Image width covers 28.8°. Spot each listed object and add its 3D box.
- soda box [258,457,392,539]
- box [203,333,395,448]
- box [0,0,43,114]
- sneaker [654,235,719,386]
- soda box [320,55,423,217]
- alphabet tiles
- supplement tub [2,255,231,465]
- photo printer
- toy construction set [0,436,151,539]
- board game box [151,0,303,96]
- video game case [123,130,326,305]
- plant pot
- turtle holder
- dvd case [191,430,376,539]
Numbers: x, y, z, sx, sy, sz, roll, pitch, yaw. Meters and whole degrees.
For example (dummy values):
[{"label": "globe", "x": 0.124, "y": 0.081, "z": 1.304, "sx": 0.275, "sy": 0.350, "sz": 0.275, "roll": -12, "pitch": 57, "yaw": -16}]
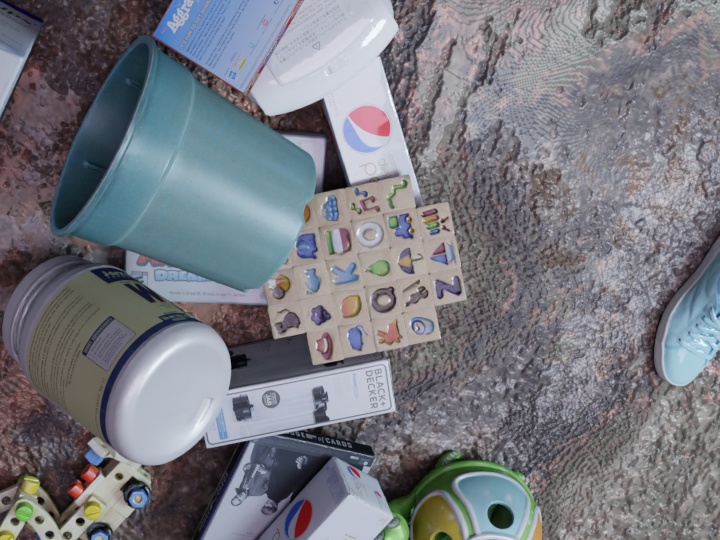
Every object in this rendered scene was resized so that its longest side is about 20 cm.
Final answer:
[{"label": "soda box", "x": -0.060, "y": 0.298, "z": 1.489, "sx": 0.068, "sy": 0.064, "sz": 0.200, "roll": 32, "pitch": 108, "yaw": -33}, {"label": "box", "x": -0.070, "y": 0.115, "z": 1.452, "sx": 0.198, "sy": 0.117, "sz": 0.061, "roll": -11, "pitch": 110, "yaw": -5}, {"label": "box", "x": -0.376, "y": -0.152, "z": 1.267, "sx": 0.104, "sy": 0.200, "sz": 0.185, "roll": 25, "pitch": 104, "yaw": -14}, {"label": "sneaker", "x": 0.384, "y": 0.043, "z": 1.512, "sx": 0.073, "sy": 0.082, "sz": 0.201, "roll": 21, "pitch": 105, "yaw": -14}, {"label": "soda box", "x": 0.012, "y": -0.118, "z": 1.411, "sx": 0.068, "sy": 0.064, "sz": 0.202, "roll": -18, "pitch": 110, "yaw": -2}, {"label": "alphabet tiles", "x": 0.000, "y": 0.000, "z": 1.394, "sx": 0.198, "sy": 0.006, "sz": 0.168, "roll": -12, "pitch": 96, "yaw": 3}, {"label": "supplement tub", "x": -0.238, "y": 0.081, "z": 1.354, "sx": 0.145, "sy": 0.199, "sz": 0.146, "roll": -32, "pitch": 137, "yaw": -36}, {"label": "photo printer", "x": -0.071, "y": -0.258, "z": 1.316, "sx": 0.166, "sy": 0.069, "sz": 0.201, "roll": -33, "pitch": 90, "yaw": 4}, {"label": "toy construction set", "x": -0.297, "y": 0.228, "z": 1.476, "sx": 0.200, "sy": 0.092, "sz": 0.131, "roll": -42, "pitch": 110, "yaw": 18}, {"label": "board game box", "x": -0.096, "y": -0.271, "z": 1.272, "sx": 0.102, "sy": 0.019, "sz": 0.201, "roll": 32, "pitch": 94, "yaw": 1}, {"label": "video game case", "x": -0.139, "y": -0.054, "z": 1.431, "sx": 0.198, "sy": 0.024, "sz": 0.184, "roll": 2, "pitch": 108, "yaw": -9}, {"label": "plant pot", "x": -0.160, "y": -0.084, "z": 1.315, "sx": 0.195, "sy": 0.200, "sz": 0.201, "roll": 26, "pitch": 104, "yaw": -24}, {"label": "turtle holder", "x": 0.114, "y": 0.276, "z": 1.526, "sx": 0.185, "sy": 0.132, "sz": 0.141, "roll": 35, "pitch": 101, "yaw": -18}, {"label": "dvd case", "x": -0.090, "y": 0.259, "z": 1.516, "sx": 0.149, "sy": 0.025, "sz": 0.201, "roll": 15, "pitch": 116, "yaw": -27}]
